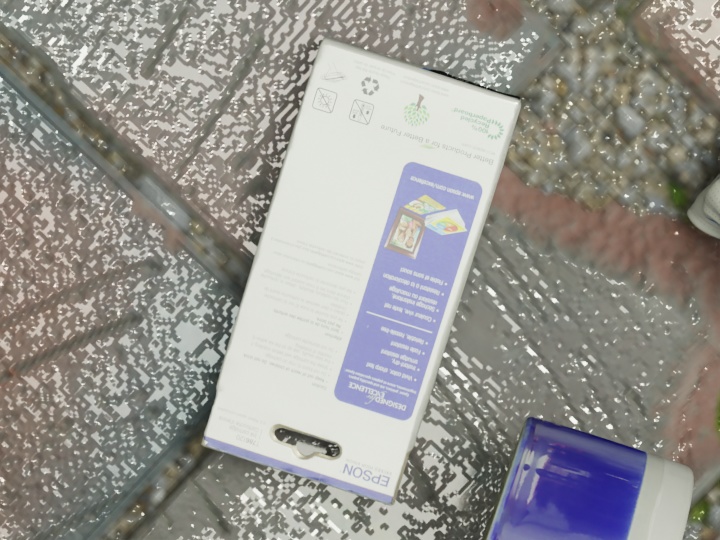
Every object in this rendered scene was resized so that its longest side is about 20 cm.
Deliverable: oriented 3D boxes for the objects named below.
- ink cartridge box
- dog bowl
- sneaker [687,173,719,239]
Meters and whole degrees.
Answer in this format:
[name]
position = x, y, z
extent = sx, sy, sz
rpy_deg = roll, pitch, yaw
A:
[ink cartridge box]
position = 0.000, 0.000, 1.198
extent = 0.099, 0.039, 0.200
rpy_deg = 18, 96, 1
[dog bowl]
position = 0.078, 0.169, 1.131
extent = 0.079, 0.200, 0.200
rpy_deg = 19, 98, 5
[sneaker]
position = 0.198, -0.079, 1.155
extent = 0.146, 0.081, 0.200
rpy_deg = -27, 71, 28
